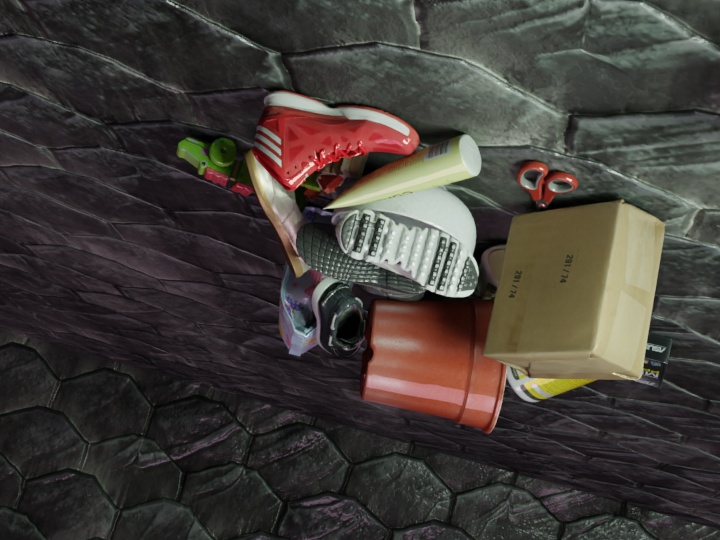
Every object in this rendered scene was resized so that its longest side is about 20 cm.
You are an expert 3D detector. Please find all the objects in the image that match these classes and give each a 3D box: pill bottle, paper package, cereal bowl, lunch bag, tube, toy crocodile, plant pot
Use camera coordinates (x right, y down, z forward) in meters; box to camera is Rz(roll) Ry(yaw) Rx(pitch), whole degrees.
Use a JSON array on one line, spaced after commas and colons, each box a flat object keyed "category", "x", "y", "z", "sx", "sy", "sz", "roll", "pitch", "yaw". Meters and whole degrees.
[{"category": "pill bottle", "x": 0.330, "y": 0.126, "z": 1.797, "sx": 0.199, "sy": 0.113, "sz": 0.112, "roll": -27, "pitch": 138, "yaw": 38}, {"category": "paper package", "x": 0.266, "y": 0.027, "z": 1.437, "sx": 0.103, "sy": 0.202, "sz": 0.190, "roll": 25, "pitch": 160, "yaw": -37}, {"category": "cereal bowl", "x": 0.065, "y": -0.075, "z": 1.535, "sx": 0.198, "sy": 0.084, "sz": 0.200, "roll": 16, "pitch": 164, "yaw": 5}, {"category": "lunch bag", "x": -0.065, "y": 0.027, "z": 1.787, "sx": 0.126, "sy": 0.202, "sz": 0.170, "roll": 17, "pitch": 163, "yaw": 0}, {"category": "tube", "x": 0.051, "y": -0.113, "z": 1.396, "sx": 0.199, "sy": 0.052, "sz": 0.058, "roll": -15, "pitch": 154, "yaw": 32}, {"category": "toy crocodile", "x": -0.165, "y": -0.134, "z": 1.615, "sx": 0.198, "sy": 0.062, "sz": 0.067, "roll": 22, "pitch": 163, "yaw": -12}, {"category": "plant pot", "x": 0.102, "y": 0.125, "z": 1.675, "sx": 0.193, "sy": 0.203, "sz": 0.201, "roll": 7, "pitch": 164, "yaw": -3}]

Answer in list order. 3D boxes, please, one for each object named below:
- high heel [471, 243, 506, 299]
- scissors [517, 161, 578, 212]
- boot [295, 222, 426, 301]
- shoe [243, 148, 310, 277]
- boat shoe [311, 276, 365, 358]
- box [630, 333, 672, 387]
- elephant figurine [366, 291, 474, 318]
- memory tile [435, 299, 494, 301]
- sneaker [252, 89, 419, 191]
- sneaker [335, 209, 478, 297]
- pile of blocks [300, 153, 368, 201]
[{"category": "high heel", "x": 0.228, "y": -0.001, "z": 1.699, "sx": 0.199, "sy": 0.072, "sz": 0.142, "roll": -17, "pitch": 172, "yaw": 37}, {"category": "scissors", "x": 0.224, "y": -0.092, "z": 1.453, "sx": 0.072, "sy": 0.014, "sz": 0.200, "roll": 14, "pitch": 164, "yaw": 2}, {"category": "boot", "x": 0.000, "y": 0.000, "z": 1.590, "sx": 0.198, "sy": 0.070, "sz": 0.132, "roll": 22, "pitch": 169, "yaw": -2}, {"category": "shoe", "x": -0.106, "y": -0.085, "z": 1.572, "sx": 0.201, "sy": 0.053, "sz": 0.070, "roll": 67, "pitch": 175, "yaw": -30}, {"category": "boat shoe", "x": -0.025, "y": 0.084, "z": 1.673, "sx": 0.060, "sy": 0.076, "sz": 0.200, "roll": 43, "pitch": 168, "yaw": 28}, {"category": "box", "x": 0.414, "y": 0.134, "z": 1.923, "sx": 0.198, "sy": 0.045, "sz": 0.160, "roll": 13, "pitch": 162, "yaw": 14}, {"category": "elephant figurine", "x": 0.089, "y": 0.070, "z": 1.844, "sx": 0.141, "sy": 0.157, "sz": 0.200, "roll": 15, "pitch": 173, "yaw": 35}, {"category": "memory tile", "x": 0.134, "y": 0.096, "z": 1.792, "sx": 0.198, "sy": 0.017, "sz": 0.154, "roll": -1, "pitch": 139, "yaw": -8}, {"category": "sneaker", "x": -0.035, "y": -0.138, "z": 1.378, "sx": 0.198, "sy": 0.117, "sz": 0.078, "roll": 13, "pitch": 163, "yaw": 15}, {"category": "sneaker", "x": 0.058, "y": -0.024, "z": 1.464, "sx": 0.199, "sy": 0.076, "sz": 0.081, "roll": 24, "pitch": 175, "yaw": -14}, {"category": "pile of blocks", "x": -0.054, "y": -0.133, "z": 1.507, "sx": 0.081, "sy": 0.063, "sz": 0.200, "roll": 22, "pitch": 162, "yaw": -17}]
